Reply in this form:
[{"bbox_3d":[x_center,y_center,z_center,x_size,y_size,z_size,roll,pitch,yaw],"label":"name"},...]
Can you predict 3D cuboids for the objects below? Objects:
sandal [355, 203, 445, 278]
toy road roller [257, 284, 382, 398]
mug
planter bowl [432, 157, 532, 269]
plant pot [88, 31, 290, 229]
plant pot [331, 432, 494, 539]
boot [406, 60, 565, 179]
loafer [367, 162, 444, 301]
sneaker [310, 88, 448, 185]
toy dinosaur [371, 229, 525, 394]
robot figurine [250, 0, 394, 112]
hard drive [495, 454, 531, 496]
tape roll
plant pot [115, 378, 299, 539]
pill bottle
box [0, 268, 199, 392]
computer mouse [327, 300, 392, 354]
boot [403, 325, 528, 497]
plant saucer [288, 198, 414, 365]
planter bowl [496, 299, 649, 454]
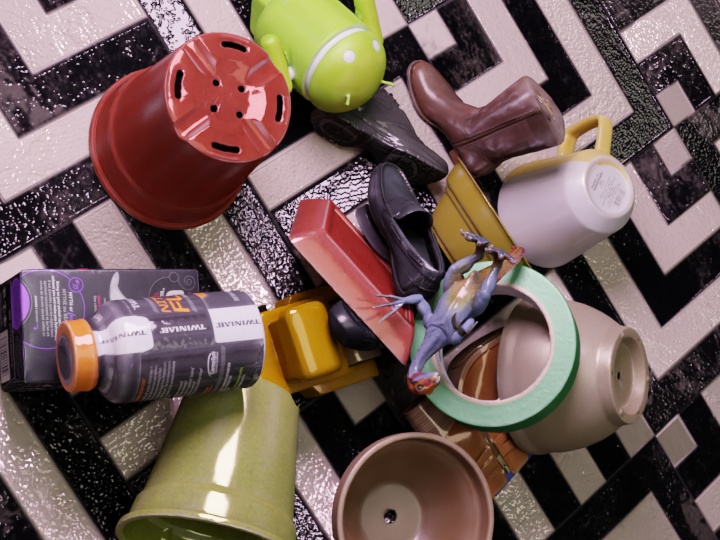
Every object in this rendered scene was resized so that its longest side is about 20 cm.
[{"bbox_3d":[0.070,-0.022,1.602,0.200,0.043,0.076,40,20,-23],"label":"sandal"},{"bbox_3d":[-0.053,0.084,1.468,0.199,0.146,0.123,-16,87,-30],"label":"toy road roller"},{"bbox_3d":[0.282,-0.110,1.690,0.149,0.153,0.187,-11,83,-29],"label":"mug"},{"bbox_3d":[0.146,-0.040,1.615,0.083,0.200,0.201,-32,96,6],"label":"planter bowl"},{"bbox_3d":[-0.184,-0.166,1.426,0.200,0.195,0.202,6,76,-26],"label":"plant pot"},{"bbox_3d":[0.050,0.294,1.501,0.200,0.093,0.202,3,81,-22],"label":"plant pot"},{"bbox_3d":[0.162,-0.220,1.622,0.064,0.200,0.187,-37,97,-30],"label":"boot"},{"bbox_3d":[0.060,-0.055,1.517,0.068,0.070,0.201,9,49,-32],"label":"loafer"},{"bbox_3d":[0.036,-0.183,1.622,0.200,0.076,0.091,31,61,-21],"label":"sneaker"},{"bbox_3d":[0.115,0.056,1.421,0.200,0.105,0.182,10,107,-46],"label":"toy dinosaur"},{"bbox_3d":[-0.051,-0.274,1.544,0.175,0.116,0.200,-30,63,-31],"label":"robot figurine"},{"bbox_3d":[0.194,0.179,1.650,0.200,0.025,0.132,-43,100,-29],"label":"hard drive"},{"bbox_3d":[0.160,0.090,1.498,0.200,0.048,0.201,-4,74,15],"label":"tape roll"},{"bbox_3d":[-0.146,0.219,1.377,0.200,0.200,0.185,24,57,-22],"label":"plant pot"},{"bbox_3d":[-0.206,0.079,1.288,0.199,0.106,0.107,-4,81,-30],"label":"pill bottle"},{"bbox_3d":[-0.283,0.065,1.371,0.199,0.106,0.123,0,80,-29],"label":"box"},{"bbox_3d":[0.008,0.076,1.466,0.034,0.200,0.059,-41,65,9],"label":"computer mouse"},{"bbox_3d":[0.165,0.176,1.580,0.200,0.074,0.155,-42,96,-16],"label":"boot"},{"bbox_3d":[0.000,0.000,1.499,0.037,0.200,0.200,-40,101,11],"label":"plant saucer"},{"bbox_3d":[0.277,0.130,1.569,0.200,0.134,0.201,8,81,-55],"label":"planter bowl"}]
